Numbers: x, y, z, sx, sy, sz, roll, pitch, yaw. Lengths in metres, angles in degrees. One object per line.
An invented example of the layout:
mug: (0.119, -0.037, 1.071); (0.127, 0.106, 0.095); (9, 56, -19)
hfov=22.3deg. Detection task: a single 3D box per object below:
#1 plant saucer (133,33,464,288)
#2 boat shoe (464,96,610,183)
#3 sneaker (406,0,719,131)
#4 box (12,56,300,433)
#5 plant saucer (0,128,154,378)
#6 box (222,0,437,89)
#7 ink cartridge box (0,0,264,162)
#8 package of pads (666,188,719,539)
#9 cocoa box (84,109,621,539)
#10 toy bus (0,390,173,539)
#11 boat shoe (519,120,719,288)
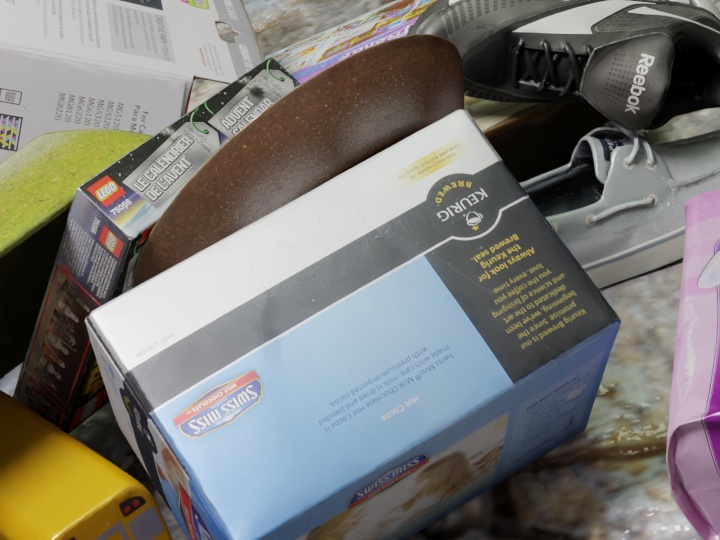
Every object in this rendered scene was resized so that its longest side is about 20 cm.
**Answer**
plant saucer: (-0.019, -0.032, 0.892); (0.200, 0.201, 0.037); (-32, 72, -19)
boat shoe: (0.090, -0.088, 1.058); (0.200, 0.074, 0.066); (-18, 43, -42)
sneaker: (0.125, -0.115, 0.981); (0.199, 0.067, 0.091); (-1, 29, -20)
box: (-0.104, -0.007, 0.939); (0.040, 0.200, 0.137); (42, 53, 10)
plant saucer: (-0.203, 0.016, 0.914); (0.200, 0.048, 0.200); (-40, -8, -30)
box: (-0.003, -0.126, 1.141); (0.199, 0.039, 0.137); (-20, 17, 23)
ink cartridge box: (-0.150, -0.111, 1.033); (0.175, 0.084, 0.200); (9, 23, -13)
package of pads: (0.206, 0.031, 0.835); (0.120, 0.076, 0.200); (-12, 31, 21)
cocoa box: (-0.002, 0.049, 0.836); (0.200, 0.133, 0.131); (-30, 68, -15)
toy bus: (-0.170, 0.118, 0.926); (0.065, 0.078, 0.200); (-35, 32, -24)
boat shoe: (0.137, -0.040, 0.997); (0.200, 0.072, 0.070); (-25, 30, -6)
